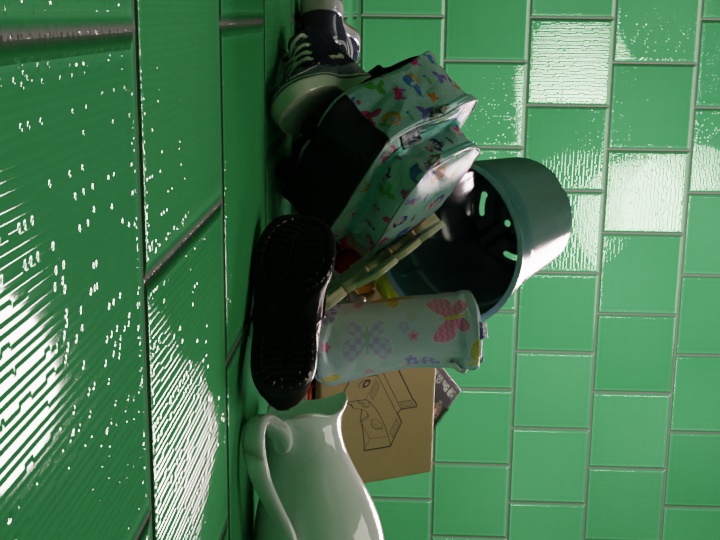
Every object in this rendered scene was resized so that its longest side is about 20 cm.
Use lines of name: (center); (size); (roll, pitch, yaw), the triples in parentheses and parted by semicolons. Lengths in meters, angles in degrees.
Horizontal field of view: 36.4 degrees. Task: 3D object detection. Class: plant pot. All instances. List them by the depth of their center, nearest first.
plant pot: (0.155, -0.054, 1.348); (0.195, 0.198, 0.203); (-20, 116, -51)

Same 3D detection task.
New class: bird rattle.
bird rattle: (-0.007, -0.016, 1.441); (0.113, 0.199, 0.164); (-44, 166, -36)

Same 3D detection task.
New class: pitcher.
pitcher: (-0.052, 0.220, 0.981); (0.171, 0.120, 0.203); (0, 81, -68)

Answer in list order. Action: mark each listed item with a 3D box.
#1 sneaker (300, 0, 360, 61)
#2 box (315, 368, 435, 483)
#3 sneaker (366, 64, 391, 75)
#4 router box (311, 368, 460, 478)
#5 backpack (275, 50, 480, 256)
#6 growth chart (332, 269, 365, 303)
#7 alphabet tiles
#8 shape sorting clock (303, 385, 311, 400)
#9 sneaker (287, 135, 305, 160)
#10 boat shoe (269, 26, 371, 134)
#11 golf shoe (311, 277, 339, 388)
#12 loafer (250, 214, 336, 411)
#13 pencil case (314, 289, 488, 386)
sneaker: (-0.039, -0.263, 1.390); (0.200, 0.069, 0.110); (47, 40, -79)
box: (0.018, 0.158, 1.331); (0.021, 0.162, 0.203); (19, -70, 59)
sneaker: (0.047, -0.206, 1.376); (0.080, 0.075, 0.199); (-53, 159, 17)
router box: (0.035, 0.160, 1.424); (0.150, 0.062, 0.200); (-52, 139, -10)
backpack: (0.035, -0.127, 1.143); (0.200, 0.150, 0.178); (-43, 172, -40)
growth chart: (-0.030, 0.050, 1.495); (0.145, 0.018, 0.201); (47, -18, 24)
alphabet tiles: (0.000, 0.000, 1.189); (0.015, 0.200, 0.195); (55, -36, -5)
shape sorting clock: (-0.068, 0.183, 1.258); (0.200, 0.039, 0.203); (1, 90, -88)
sneaker: (-0.041, -0.117, 1.296); (0.200, 0.072, 0.083); (-61, 139, -65)
boat shoe: (-0.059, -0.202, 1.134); (0.093, 0.075, 0.200); (50, 22, 7)
golf shoe: (-0.037, 0.071, 1.422); (0.077, 0.087, 0.202); (-88, 177, -64)
loafer: (-0.067, 0.036, 0.974); (0.072, 0.072, 0.202); (104, -4, -52)
pencil case: (0.041, 0.076, 1.233); (0.083, 0.197, 0.092); (-105, -170, -81)
